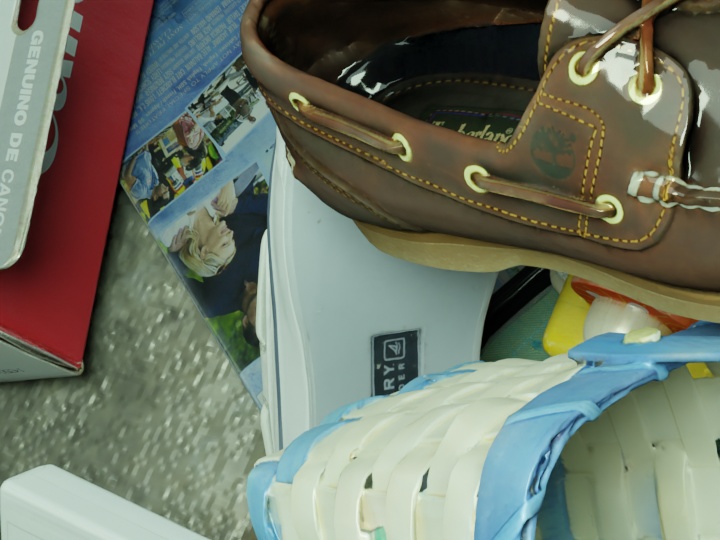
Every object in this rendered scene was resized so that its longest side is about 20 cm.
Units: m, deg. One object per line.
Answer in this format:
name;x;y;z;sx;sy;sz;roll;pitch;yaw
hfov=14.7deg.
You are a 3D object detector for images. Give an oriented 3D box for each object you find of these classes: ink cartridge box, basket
ink cartridge box;-0.127;-0.069;0.897;0.175;0.084;0.201;-5;66;38
basket;0.079;0.097;0.623;0.199;0.139;0.177;-3;103;37

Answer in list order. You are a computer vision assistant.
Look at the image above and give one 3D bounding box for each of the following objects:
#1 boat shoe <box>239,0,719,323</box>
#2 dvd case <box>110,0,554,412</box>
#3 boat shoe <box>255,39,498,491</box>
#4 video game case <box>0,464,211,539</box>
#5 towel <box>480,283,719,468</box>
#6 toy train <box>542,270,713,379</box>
boat shoe;0.055;-0.035;0.607;0.199;0.070;0.071;2;51;40
dvd case;-0.002;-0.044;0.862;0.143;0.018;0.200;-41;48;7
boat shoe;0.000;0.000;0.744;0.065;0.073;0.201;-133;47;-61
video game case;-0.029;0.158;0.638;0.143;0.018;0.201;20;118;40
towel;0.141;0.005;0.737;0.200;0.022;0.147;-41;49;5
toy train;0.094;-0.038;0.727;0.199;0.056;0.151;-14;63;33
